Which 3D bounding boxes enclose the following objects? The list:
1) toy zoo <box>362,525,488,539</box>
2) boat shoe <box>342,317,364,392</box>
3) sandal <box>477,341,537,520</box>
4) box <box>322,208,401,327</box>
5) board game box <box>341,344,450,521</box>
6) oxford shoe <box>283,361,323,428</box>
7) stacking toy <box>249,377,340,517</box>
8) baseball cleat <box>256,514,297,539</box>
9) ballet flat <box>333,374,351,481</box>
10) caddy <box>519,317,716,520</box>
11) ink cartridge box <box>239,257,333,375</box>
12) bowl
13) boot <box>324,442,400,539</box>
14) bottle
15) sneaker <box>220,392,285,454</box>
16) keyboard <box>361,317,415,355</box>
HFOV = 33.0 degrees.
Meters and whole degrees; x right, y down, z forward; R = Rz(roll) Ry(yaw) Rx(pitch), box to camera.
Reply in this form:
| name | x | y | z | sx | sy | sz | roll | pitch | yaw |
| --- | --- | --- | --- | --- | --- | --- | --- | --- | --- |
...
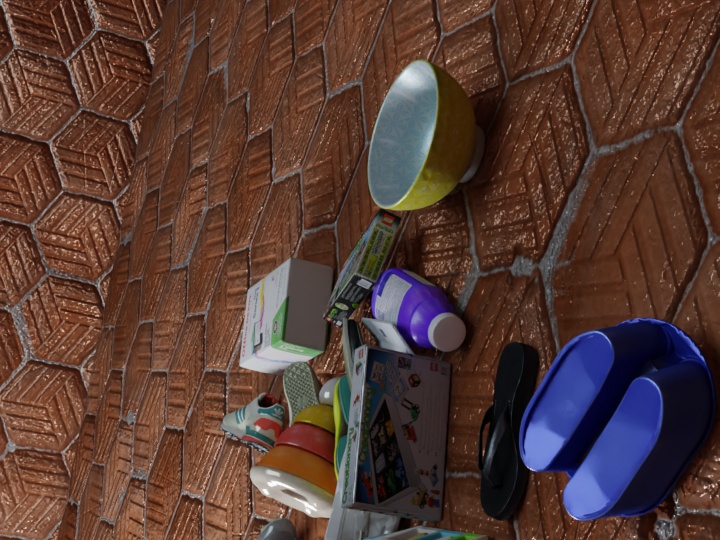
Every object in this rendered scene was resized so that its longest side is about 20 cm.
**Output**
| name | x | y | z | sx | sy | sz | roll | pitch | yaw |
| --- | --- | --- | --- | --- | --- | --- | --- | --- | --- |
| toy zoo | 0.049 | 0.333 | 1.431 | 0.200 | 0.130 | 0.021 | -16 | 87 | 64 |
| boat shoe | 0.015 | 0.148 | 1.694 | 0.075 | 0.066 | 0.200 | 85 | 175 | -46 |
| sandal | 0.156 | 0.179 | 1.372 | 0.076 | 0.043 | 0.202 | -22 | 58 | 63 |
| box | 0.000 | 0.000 | 1.762 | 0.200 | 0.035 | 0.111 | 125 | 167 | -64 |
| board game box | 0.046 | 0.202 | 1.509 | 0.035 | 0.126 | 0.201 | -30 | 50 | 59 |
| oxford shoe | -0.079 | 0.238 | 1.879 | 0.058 | 0.075 | 0.201 | 60 | -162 | -60 |
| stacking toy | -0.062 | 0.247 | 1.779 | 0.146 | 0.146 | 0.201 | -23 | 40 | 62 |
| baseball cleat | -0.132 | 0.478 | 1.867 | 0.107 | 0.069 | 0.201 | -120 | 38 | -50 |
| ballet flat | -0.007 | 0.240 | 1.712 | 0.067 | 0.066 | 0.201 | 97 | 172 | -48 |
| caddy | 0.241 | 0.138 | 1.126 | 0.141 | 0.105 | 0.201 | 49 | 125 | 36 |
| ink cartridge box | -0.126 | 0.081 | 2.032 | 0.200 | 0.083 | 0.146 | 147 | 132 | -60 |
| bowl | 0.100 | -0.168 | 1.612 | 0.200 | 0.107 | 0.202 | -167 | 90 | -68 |
| boot | 0.018 | 0.282 | 1.585 | 0.074 | 0.095 | 0.201 | -12 | -66 | -86 |
| bottle | 0.077 | 0.056 | 1.597 | 0.200 | 0.065 | 0.084 | -148 | 71 | -66 |
| sneaker | -0.178 | 0.257 | 2.100 | 0.094 | 0.070 | 0.200 | -61 | 19 | -9 |
| keyboard | 0.036 | 0.090 | 1.649 | 0.057 | 0.011 | 0.200 | 61 | 170 | -5 |
